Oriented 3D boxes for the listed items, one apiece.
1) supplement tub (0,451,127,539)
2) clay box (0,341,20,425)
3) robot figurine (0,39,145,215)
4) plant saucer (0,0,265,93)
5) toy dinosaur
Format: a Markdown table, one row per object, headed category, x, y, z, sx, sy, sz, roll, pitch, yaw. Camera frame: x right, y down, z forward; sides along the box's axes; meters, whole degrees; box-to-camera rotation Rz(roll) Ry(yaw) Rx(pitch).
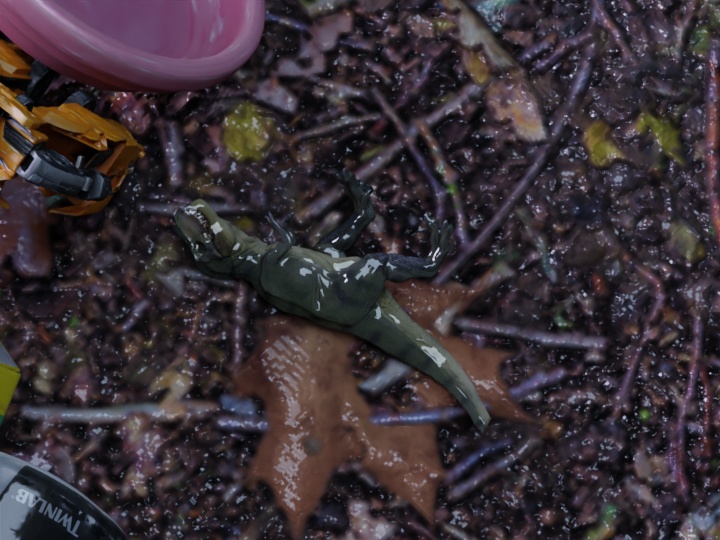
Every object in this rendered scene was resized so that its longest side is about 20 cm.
| category | x | y | z | sx | sy | sz | roll | pitch | yaw |
| --- | --- | --- | --- | --- | --- | --- | --- | --- | --- |
| supplement tub | -0.203 | 0.193 | 1.215 | 0.122 | 0.123 | 0.200 | 25 | 68 | 0 |
| clay box | -0.275 | 0.022 | 1.235 | 0.200 | 0.115 | 0.048 | 18 | 100 | -25 |
| robot figurine | -0.179 | -0.073 | 1.278 | 0.145 | 0.200 | 0.058 | 37 | 100 | 6 |
| plant saucer | -0.145 | -0.169 | 1.356 | 0.200 | 0.051 | 0.201 | 29 | 38 | -25 |
| toy dinosaur | 0.000 | 0.000 | 1.363 | 0.200 | 0.047 | 0.088 | 30 | 83 | 2 |
